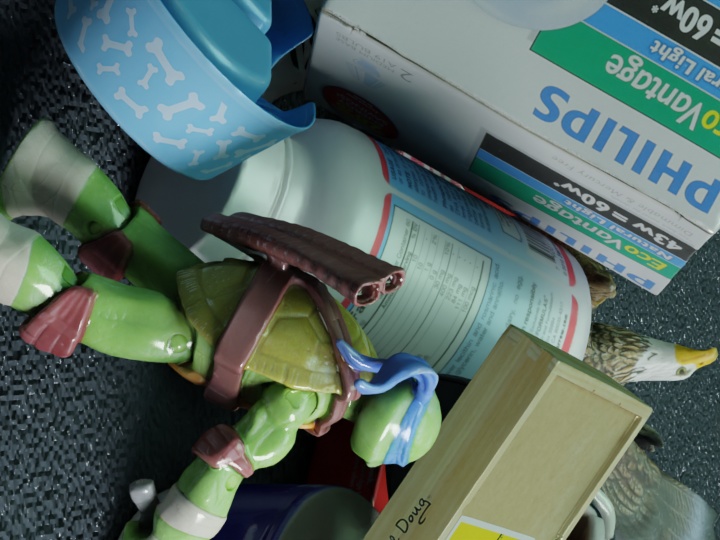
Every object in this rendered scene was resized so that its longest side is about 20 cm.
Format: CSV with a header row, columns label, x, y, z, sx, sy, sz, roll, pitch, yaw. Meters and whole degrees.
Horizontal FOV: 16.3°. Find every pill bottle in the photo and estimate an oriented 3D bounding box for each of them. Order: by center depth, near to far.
label,x,y,z,sx,sy,sz,roll,pitch,yaw
pill bottle,0.000,0.000,1.126,0.199,0.108,0.110,28,57,-32

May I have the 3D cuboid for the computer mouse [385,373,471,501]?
label,x,y,z,sx,sy,sz,roll,pitch,yaw
computer mouse,0.078,0.133,1.120,0.201,0.139,0.046,78,33,-44

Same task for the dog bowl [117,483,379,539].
label,x,y,z,sx,sy,sz,roll,pitch,yaw
dog bowl,-0.042,0.194,1.099,0.200,0.078,0.202,-4,90,-66

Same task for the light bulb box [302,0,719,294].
label,x,y,z,sx,sy,sz,roll,pitch,yaw
light bulb box,0.106,-0.131,1.123,0.201,0.197,0.125,-60,178,-13

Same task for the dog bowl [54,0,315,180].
label,x,y,z,sx,sy,sz,roll,pitch,yaw
dog bowl,-0.073,-0.105,1.025,0.111,0.049,0.200,45,17,-21

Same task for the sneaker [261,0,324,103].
label,x,y,z,sx,sy,sz,roll,pitch,yaw
sneaker,-0.024,-0.119,1.201,0.200,0.072,0.072,-39,123,-60

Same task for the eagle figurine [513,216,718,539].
label,x,y,z,sx,sy,sz,roll,pitch,yaw
eagle figurine,0.120,0.067,1.352,0.152,0.150,0.201,-45,139,-40

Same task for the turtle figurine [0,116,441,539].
label,x,y,z,sx,sy,sz,roll,pitch,yaw
turtle figurine,-0.076,0.046,0.973,0.144,0.193,0.200,-58,-178,-21

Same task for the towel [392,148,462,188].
label,x,y,z,sx,sy,sz,roll,pitch,yaw
towel,0.052,0.005,1.409,0.200,0.030,0.148,-4,92,-66

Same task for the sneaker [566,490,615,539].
label,x,y,z,sx,sy,sz,roll,pitch,yaw
sneaker,0.090,0.158,1.239,0.201,0.079,0.079,64,31,-42

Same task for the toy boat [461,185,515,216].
label,x,y,z,sx,sy,sz,roll,pitch,yaw
toy boat,0.114,-0.115,1.249,0.130,0.131,0.202,-16,116,-22

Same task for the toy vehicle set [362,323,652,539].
label,x,y,z,sx,sy,sz,roll,pitch,yaw
toy vehicle set,0.035,0.121,1.017,0.201,0.026,0.124,-56,154,3

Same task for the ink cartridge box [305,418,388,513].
label,x,y,z,sx,sy,sz,roll,pitch,yaw
ink cartridge box,0.024,0.130,1.272,0.200,0.067,0.117,60,34,-45
